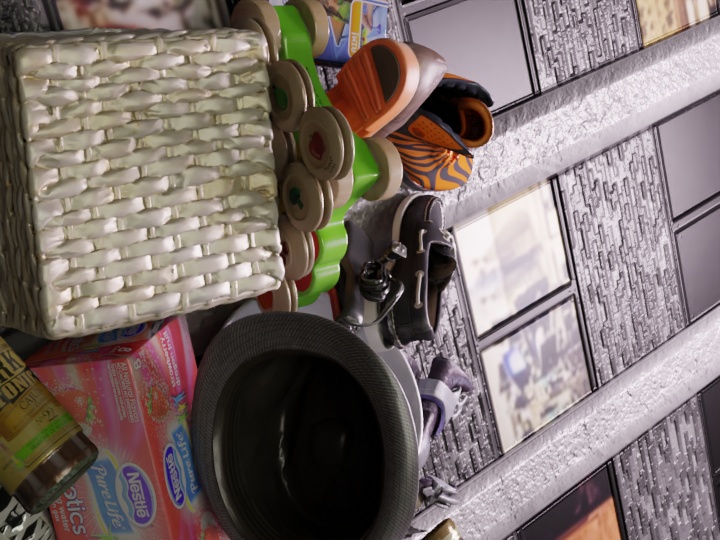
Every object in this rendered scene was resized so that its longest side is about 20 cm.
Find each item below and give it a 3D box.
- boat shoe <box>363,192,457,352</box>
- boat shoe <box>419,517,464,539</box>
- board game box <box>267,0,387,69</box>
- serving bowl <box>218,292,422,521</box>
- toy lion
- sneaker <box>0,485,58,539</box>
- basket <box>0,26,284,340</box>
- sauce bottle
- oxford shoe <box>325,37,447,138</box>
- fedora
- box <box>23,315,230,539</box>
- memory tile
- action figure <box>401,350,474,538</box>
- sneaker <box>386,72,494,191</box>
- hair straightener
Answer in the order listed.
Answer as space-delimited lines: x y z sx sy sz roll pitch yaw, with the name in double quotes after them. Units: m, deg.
0.055 -0.005 1.019 0.201 0.060 0.075 -63 140 -53 "boat shoe"
0.057 0.282 1.027 0.073 0.201 0.065 -32 71 -22 "boat shoe"
-0.034 -0.277 0.981 0.134 0.034 0.203 2 93 -39 "board game box"
-0.047 0.118 0.968 0.198 0.066 0.202 14 59 -25 "serving bowl"
-0.065 -0.079 0.900 0.068 0.192 0.202 -14 72 -41 "toy lion"
-0.261 0.168 0.824 0.072 0.072 0.201 -52 124 -23 "sneaker"
-0.177 -0.069 0.810 0.198 0.160 0.201 -11 103 -36 "basket"
-0.260 0.069 0.771 0.200 0.065 0.065 47 63 0 "sauce bottle"
-0.010 -0.111 0.929 0.072 0.199 0.072 -11 75 -48 "oxford shoe"
-0.030 0.121 0.845 0.090 0.175 0.203 -22 105 -67 "fedora"
-0.168 0.143 0.856 0.103 0.093 0.203 -46 128 -68 "box"
-0.073 -0.069 0.853 0.017 0.154 0.201 -16 145 -34 "memory tile"
0.034 0.170 1.032 0.070 0.129 0.202 56 47 -45 "action figure"
0.074 -0.114 1.019 0.200 0.111 0.078 29 78 -55 "sneaker"
0.000 0.000 0.936 0.041 0.200 0.077 43 103 -13 "hair straightener"
